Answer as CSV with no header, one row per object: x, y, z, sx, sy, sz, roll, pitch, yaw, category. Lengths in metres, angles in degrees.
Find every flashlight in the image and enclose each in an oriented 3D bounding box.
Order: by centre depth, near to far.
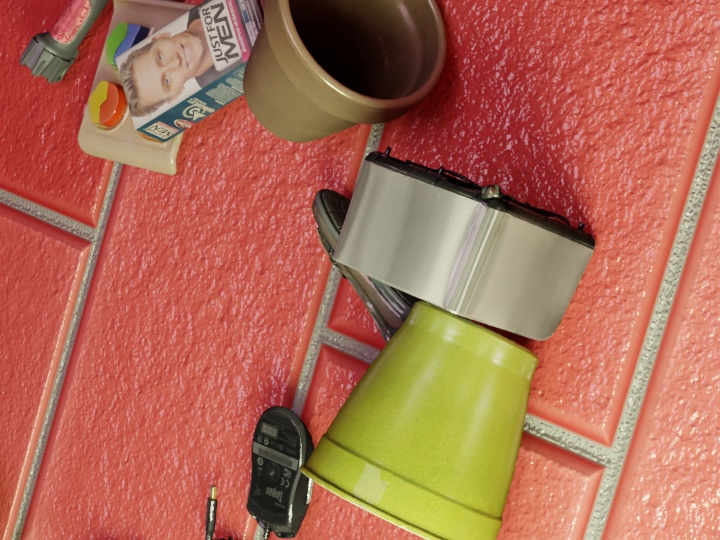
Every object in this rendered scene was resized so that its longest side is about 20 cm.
-0.356,-0.330,2.063,0.068,0.068,0.200,40,107,2,flashlight

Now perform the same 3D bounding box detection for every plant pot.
0.073,0.140,1.546,0.199,0.200,0.194,24,88,41,plant pot
-0.037,-0.222,1.707,0.174,0.198,0.202,-35,60,52,plant pot

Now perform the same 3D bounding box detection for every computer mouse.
-0.105,0.235,1.769,0.139,0.046,0.202,11,102,38,computer mouse

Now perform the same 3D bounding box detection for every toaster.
0.092,-0.027,1.537,0.180,0.199,0.120,22,93,40,toaster

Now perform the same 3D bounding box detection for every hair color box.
-0.177,-0.239,1.876,0.199,0.060,0.101,-29,66,24,hair color box

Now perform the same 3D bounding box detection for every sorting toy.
-0.266,-0.228,1.992,0.184,0.036,0.202,15,93,42,sorting toy

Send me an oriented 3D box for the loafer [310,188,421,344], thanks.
0.000,0.000,1.700,0.200,0.071,0.063,52,122,32,loafer
